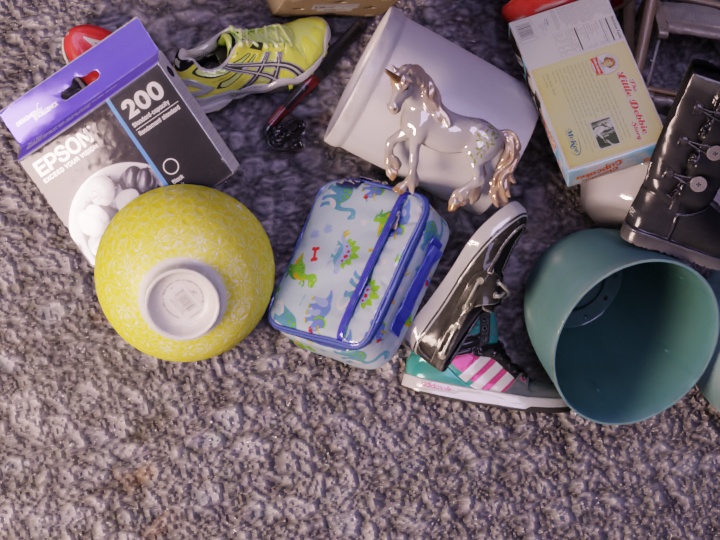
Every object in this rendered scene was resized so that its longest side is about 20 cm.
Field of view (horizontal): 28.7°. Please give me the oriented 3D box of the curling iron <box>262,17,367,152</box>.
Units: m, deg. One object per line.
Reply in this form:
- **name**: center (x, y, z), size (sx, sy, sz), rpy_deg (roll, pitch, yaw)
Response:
- **curling iron**: center (-0.051, -0.218, 1.654), size (0.050, 0.025, 0.201), rpy_deg (40, 70, -24)

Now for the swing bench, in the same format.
- **swing bench**: center (0.417, -0.260, 1.689), size (0.197, 0.130, 0.202), rpy_deg (10, 79, -8)

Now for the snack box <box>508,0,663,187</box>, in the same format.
- **snack box**: center (0.247, -0.199, 1.534), size (0.115, 0.037, 0.201), rpy_deg (-17, 66, 0)

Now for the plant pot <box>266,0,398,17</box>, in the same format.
- **plant pot**: center (-0.033, -0.387, 1.607), size (0.198, 0.200, 0.179), rpy_deg (-3, 92, -11)

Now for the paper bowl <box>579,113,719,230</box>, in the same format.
- **paper bowl**: center (0.333, -0.094, 1.610), size (0.199, 0.201, 0.105), rpy_deg (26, 78, -5)

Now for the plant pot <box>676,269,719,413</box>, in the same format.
- **plant pot**: center (0.446, 0.076, 1.622), size (0.134, 0.200, 0.201), rpy_deg (27, 75, 24)

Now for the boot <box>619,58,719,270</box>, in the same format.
- **boot**: center (0.380, -0.106, 1.474), size (0.164, 0.066, 0.201), rpy_deg (12, 114, -16)

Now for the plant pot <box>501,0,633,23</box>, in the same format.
- **plant pot**: center (0.230, -0.386, 1.644), size (0.199, 0.200, 0.184), rpy_deg (-12, 88, -12)

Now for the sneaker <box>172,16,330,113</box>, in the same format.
- **sneaker**: center (-0.122, -0.244, 1.608), size (0.199, 0.077, 0.076), rpy_deg (-27, 60, -15)

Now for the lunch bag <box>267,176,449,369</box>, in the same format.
- **lunch bag**: center (0.000, 0.000, 1.557), size (0.160, 0.082, 0.201), rpy_deg (17, 74, 36)

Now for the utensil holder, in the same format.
- **utensil holder**: center (0.082, -0.176, 1.597), size (0.199, 0.170, 0.171), rpy_deg (28, 77, -7)

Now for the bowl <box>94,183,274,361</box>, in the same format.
- **bowl**: center (-0.189, 0.019, 1.504), size (0.198, 0.108, 0.202), rpy_deg (-2, 110, -5)

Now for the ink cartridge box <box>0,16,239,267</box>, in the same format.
- **ink cartridge box**: center (-0.268, -0.139, 1.535), size (0.197, 0.043, 0.201), rpy_deg (-33, 100, 10)

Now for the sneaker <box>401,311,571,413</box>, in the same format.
- **sneaker**: center (0.153, 0.093, 1.611), size (0.198, 0.084, 0.122), rpy_deg (10, 88, -7)

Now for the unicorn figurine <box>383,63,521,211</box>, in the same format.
- **unicorn figurine**: center (0.080, -0.141, 1.490), size (0.199, 0.074, 0.138), rpy_deg (10, 115, -24)

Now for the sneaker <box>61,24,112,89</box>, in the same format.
- **sneaker**: center (-0.253, -0.207, 1.583), size (0.200, 0.085, 0.077), rpy_deg (45, 75, -1)

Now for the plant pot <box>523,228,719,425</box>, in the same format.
- **plant pot**: center (0.274, 0.045, 1.576), size (0.199, 0.161, 0.202), rpy_deg (-8, 118, -15)

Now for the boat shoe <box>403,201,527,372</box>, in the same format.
- **boat shoe**: center (0.129, 0.019, 1.536), size (0.064, 0.071, 0.201), rpy_deg (39, 101, 22)
